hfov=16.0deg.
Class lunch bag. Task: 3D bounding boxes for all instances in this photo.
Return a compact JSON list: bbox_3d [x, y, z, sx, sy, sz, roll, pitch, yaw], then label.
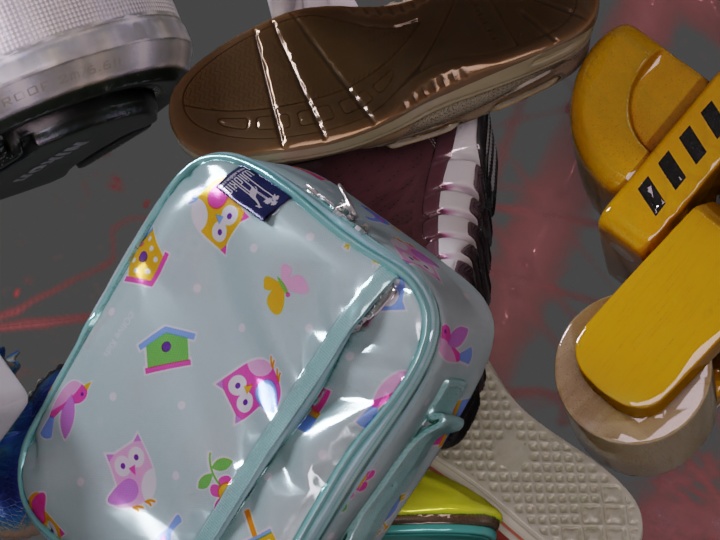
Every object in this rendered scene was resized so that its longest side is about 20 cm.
[{"bbox_3d":[-0.043,0.056,1.084,0.160,0.077,0.200,37,101,32],"label":"lunch bag"}]

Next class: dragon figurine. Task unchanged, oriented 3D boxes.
[{"bbox_3d":[-0.157,0.071,1.191,0.099,0.059,0.200,24,86,1],"label":"dragon figurine"}]

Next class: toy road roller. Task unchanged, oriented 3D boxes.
[{"bbox_3d":[0.139,-0.020,1.181,0.146,0.123,0.200,39,84,17],"label":"toy road roller"}]

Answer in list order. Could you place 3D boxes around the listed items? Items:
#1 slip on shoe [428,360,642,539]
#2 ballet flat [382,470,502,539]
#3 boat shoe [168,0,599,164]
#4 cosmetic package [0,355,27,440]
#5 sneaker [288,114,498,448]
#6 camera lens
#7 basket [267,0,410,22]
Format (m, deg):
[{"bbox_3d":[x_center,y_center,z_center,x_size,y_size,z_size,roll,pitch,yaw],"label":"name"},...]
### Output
[{"bbox_3d":[0.046,0.078,1.195,0.200,0.061,0.074,41,63,14],"label":"slip on shoe"},{"bbox_3d":[-0.032,0.105,1.164,0.200,0.067,0.067,-14,68,24],"label":"ballet flat"},{"bbox_3d":[0.013,-0.084,1.159,0.200,0.065,0.072,-20,64,-7],"label":"boat shoe"},{"bbox_3d":[-0.285,0.062,1.071,0.165,0.200,0.165,52,125,20],"label":"cosmetic package"},{"bbox_3d":[0.000,0.000,1.174,0.115,0.076,0.200,-1,47,10],"label":"sneaker"},{"bbox_3d":[-0.179,-0.139,1.160,0.160,0.160,0.200,-23,85,-3],"label":"camera lens"},{"bbox_3d":[0.006,-0.200,1.144,0.136,0.200,0.123,-16,65,-3],"label":"basket"}]
